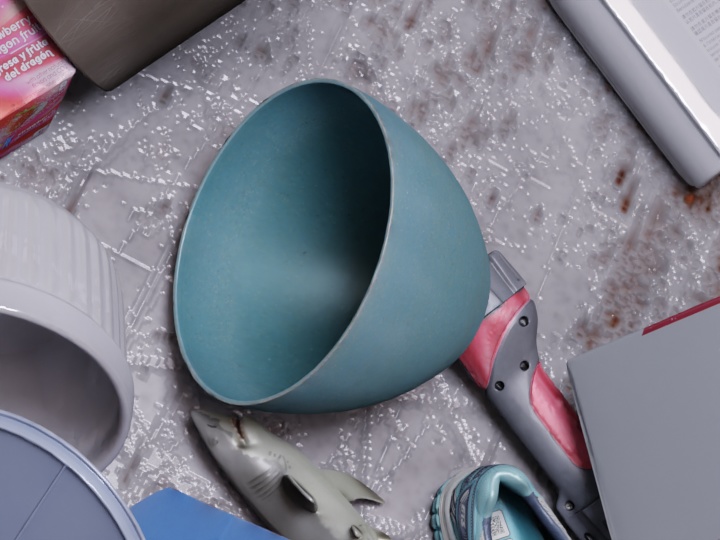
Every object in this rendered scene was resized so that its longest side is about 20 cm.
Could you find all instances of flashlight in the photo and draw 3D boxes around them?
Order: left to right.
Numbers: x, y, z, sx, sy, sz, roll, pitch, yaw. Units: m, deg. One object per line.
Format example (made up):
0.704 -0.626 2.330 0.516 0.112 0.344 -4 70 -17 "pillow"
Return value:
0.122 0.084 1.592 0.068 0.068 0.200 -36 86 -38 "flashlight"

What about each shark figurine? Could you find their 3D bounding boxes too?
-0.027 0.177 1.492 0.128 0.215 0.090 28 104 -38 "shark figurine"

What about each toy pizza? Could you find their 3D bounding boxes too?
-0.197 0.161 1.404 0.200 0.200 0.032 44 33 0 "toy pizza"

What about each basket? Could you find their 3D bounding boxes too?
-0.108 -0.212 1.516 0.200 0.180 0.136 -36 112 6 "basket"

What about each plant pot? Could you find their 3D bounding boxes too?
0.000 0.000 1.525 0.134 0.200 0.201 20 65 -38 "plant pot"

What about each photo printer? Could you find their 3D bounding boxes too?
0.229 -0.178 1.712 0.166 0.069 0.200 -36 85 -25 "photo printer"

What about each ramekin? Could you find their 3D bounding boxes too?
-0.224 0.037 1.421 0.199 0.200 0.105 12 50 -14 "ramekin"

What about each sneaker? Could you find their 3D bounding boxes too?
0.110 0.209 1.533 0.077 0.086 0.201 -27 82 -23 "sneaker"

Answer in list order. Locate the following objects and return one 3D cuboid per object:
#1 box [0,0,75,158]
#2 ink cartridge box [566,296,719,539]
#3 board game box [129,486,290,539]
-0.280 -0.089 1.495 0.200 0.100 0.096 -35 86 -24 "box"
0.257 0.097 1.554 0.199 0.145 0.145 -3 73 -44 "ink cartridge box"
-0.100 0.215 1.429 0.039 0.199 0.159 40 73 -43 "board game box"
